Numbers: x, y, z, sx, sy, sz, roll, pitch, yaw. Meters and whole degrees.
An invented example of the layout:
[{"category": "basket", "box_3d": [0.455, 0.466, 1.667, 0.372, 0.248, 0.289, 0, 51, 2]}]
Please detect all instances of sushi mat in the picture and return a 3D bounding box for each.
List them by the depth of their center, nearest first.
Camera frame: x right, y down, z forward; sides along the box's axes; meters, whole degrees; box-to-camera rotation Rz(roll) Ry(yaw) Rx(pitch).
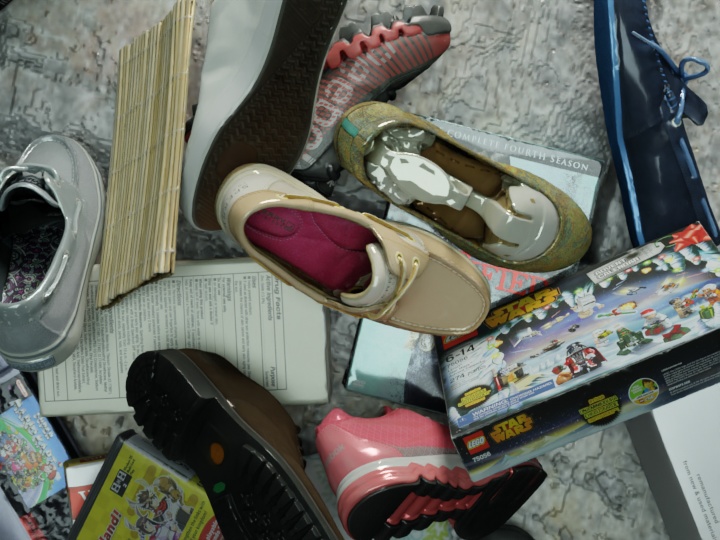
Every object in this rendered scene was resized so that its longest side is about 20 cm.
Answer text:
[{"category": "sushi mat", "box_3d": [-0.142, -0.078, 0.841, 0.012, 0.095, 0.202, 17, 63, -34]}]

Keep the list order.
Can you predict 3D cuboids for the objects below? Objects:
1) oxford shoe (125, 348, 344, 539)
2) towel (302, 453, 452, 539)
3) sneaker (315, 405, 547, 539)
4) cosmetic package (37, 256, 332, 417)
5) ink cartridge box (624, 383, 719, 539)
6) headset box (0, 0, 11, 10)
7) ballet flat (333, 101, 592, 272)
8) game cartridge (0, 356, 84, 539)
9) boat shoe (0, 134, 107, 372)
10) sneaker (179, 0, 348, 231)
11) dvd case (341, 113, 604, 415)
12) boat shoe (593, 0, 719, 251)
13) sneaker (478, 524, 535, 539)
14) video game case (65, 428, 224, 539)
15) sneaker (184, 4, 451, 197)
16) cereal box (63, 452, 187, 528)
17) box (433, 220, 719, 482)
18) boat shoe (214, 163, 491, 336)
[{"category": "oxford shoe", "box_3d": [-0.056, 0.121, 0.791, 0.200, 0.084, 0.073, 52, 121, 21]}, {"category": "towel", "box_3d": [-0.016, 0.226, 0.884, 0.170, 0.048, 0.202, -8, 93, -21]}, {"category": "sneaker", "box_3d": [0.049, 0.122, 0.844, 0.074, 0.199, 0.087, -51, 53, 23]}, {"category": "cosmetic package", "box_3d": [-0.119, 0.043, 0.885, 0.198, 0.071, 0.106, -1, 91, 1]}, {"category": "ink cartridge box", "box_3d": [0.291, 0.104, 0.845, 0.198, 0.147, 0.147, -23, 92, 1]}, {"category": "headset box", "box_3d": [-0.281, -0.271, 0.864, 0.200, 0.093, 0.175, -40, 92, 3]}, {"category": "ballet flat", "box_3d": [0.073, -0.046, 0.838, 0.199, 0.071, 0.071, 27, 93, -16]}, {"category": "game cartridge", "box_3d": [-0.260, 0.154, 0.913, 0.129, 0.038, 0.201, -30, 92, 6]}, {"category": "boat shoe", "box_3d": [-0.207, -0.031, 0.831, 0.069, 0.202, 0.072, -5, 137, -1]}, {"category": "sneaker", "box_3d": [-0.071, -0.125, 0.824, 0.072, 0.085, 0.201, 12, 111, -42]}, {"category": "dvd case", "box_3d": [0.079, 0.004, 0.906, 0.145, 0.022, 0.202, 14, 92, 0]}, {"category": "boat shoe", "box_3d": [0.205, -0.105, 0.879, 0.068, 0.084, 0.202, -12, 108, 5]}, {"category": "sneaker", "box_3d": [0.113, 0.280, 0.886, 0.073, 0.089, 0.202, -8, 91, 3]}, {"category": "video game case", "box_3d": [-0.122, 0.235, 0.832, 0.180, 0.025, 0.201, 29, 100, 9]}, {"category": "sneaker", "box_3d": [-0.019, -0.107, 0.879, 0.199, 0.071, 0.099, -28, 91, 4]}, {"category": "cereal box", "box_3d": [-0.123, 0.220, 0.893, 0.142, 0.039, 0.202, -9, 93, -15]}, {"category": "box", "box_3d": [0.148, 0.048, 0.817, 0.198, 0.137, 0.040, -24, 113, 8]}, {"category": "boat shoe", "box_3d": [0.000, 0.000, 0.812, 0.198, 0.069, 0.074, 22, 105, -18]}]
